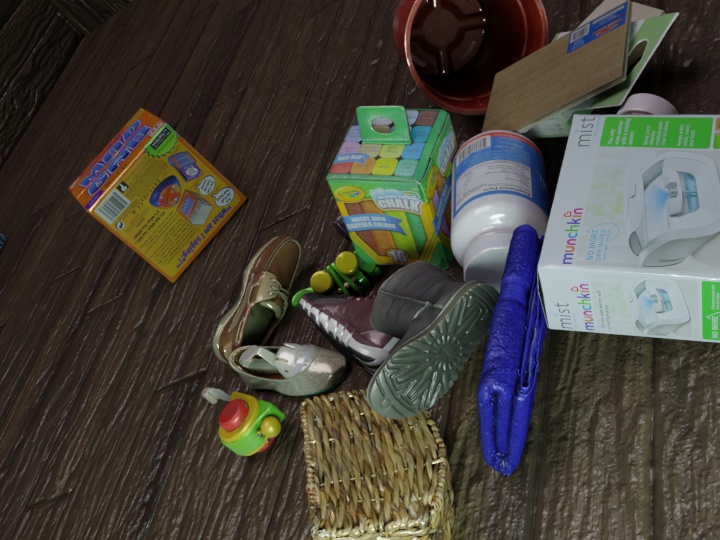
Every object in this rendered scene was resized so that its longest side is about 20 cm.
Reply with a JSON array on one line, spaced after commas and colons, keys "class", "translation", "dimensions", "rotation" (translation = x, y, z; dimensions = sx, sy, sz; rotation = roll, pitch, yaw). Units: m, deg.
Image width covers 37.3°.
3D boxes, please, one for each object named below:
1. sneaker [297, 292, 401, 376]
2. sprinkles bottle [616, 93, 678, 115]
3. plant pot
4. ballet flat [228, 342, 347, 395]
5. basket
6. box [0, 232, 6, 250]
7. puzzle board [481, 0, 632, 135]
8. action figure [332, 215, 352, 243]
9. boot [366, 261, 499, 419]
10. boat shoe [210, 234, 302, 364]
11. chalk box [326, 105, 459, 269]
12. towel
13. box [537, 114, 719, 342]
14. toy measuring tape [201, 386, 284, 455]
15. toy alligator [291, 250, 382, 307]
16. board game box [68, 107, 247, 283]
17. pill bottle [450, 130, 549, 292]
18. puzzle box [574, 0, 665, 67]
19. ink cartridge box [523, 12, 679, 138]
[{"class": "sneaker", "translation": [0.012, 0.051, 1.300], "dimensions": [0.116, 0.076, 0.200], "rotation": [-45, 39, -9]}, {"class": "sprinkles bottle", "translation": [0.275, -0.093, 1.124], "dimensions": [0.068, 0.068, 0.200], "rotation": [-6, 48, 50]}, {"class": "plant pot", "translation": [0.138, -0.335, 1.508], "dimensions": [0.201, 0.201, 0.195], "rotation": [-44, 20, 4]}, {"class": "ballet flat", "translation": [-0.100, 0.122, 1.355], "dimensions": [0.200, 0.062, 0.068], "rotation": [-10, 45, 47]}, {"class": "basket", "translation": [0.021, 0.231, 1.056], "dimensions": [0.142, 0.150, 0.200], "rotation": [-9, 33, -2]}, {"class": "box", "translation": [-1.003, -0.045, 2.681], "dimensions": [0.107, 0.148, 0.200], "rotation": [-32, 32, 23]}, {"class": "puzzle board", "translation": [0.232, -0.226, 1.259], "dimensions": [0.200, 0.017, 0.151], "rotation": [-24, 34, 38]}, {"class": "action figure", "translation": [0.044, -0.126, 1.477], "dimensions": [0.200, 0.069, 0.130], "rotation": [-53, 24, -19]}, {"class": "boot", "translation": [0.047, 0.063, 1.111], "dimensions": [0.182, 0.073, 0.200], "rotation": [-41, 22, -13]}, {"class": "boat shoe", "translation": [-0.132, 0.046, 1.494], "dimensions": [0.074, 0.076, 0.201], "rotation": [9, 68, 50]}, {"class": "chalk box", "translation": [0.046, -0.113, 1.287], "dimensions": [0.124, 0.200, 0.124], "rotation": [4, 52, 25]}, {"class": "towel", "translation": [0.154, 0.075, 1.016], "dimensions": [0.049, 0.148, 0.201], "rotation": [6, 50, 16]}, {"class": "box", "translation": [0.268, -0.043, 0.978], "dimensions": [0.176, 0.097, 0.201], "rotation": [5, 52, 22]}, {"class": "toy measuring tape", "translation": [-0.162, 0.191, 1.345], "dimensions": [0.200, 0.074, 0.074], "rotation": [4, 55, 55]}, {"class": "toy alligator", "translation": [0.000, 0.000, 1.397], "dimensions": [0.200, 0.059, 0.054], "rotation": [-37, 74, 2]}, {"class": "board game box", "translation": [-0.361, -0.136, 1.887], "dimensions": [0.200, 0.200, 0.200], "rotation": [-49, 28, -5]}, {"class": "pill bottle", "translation": [0.156, -0.058, 1.193], "dimensions": [0.112, 0.112, 0.200], "rotation": [-29, 33, 28]}, {"class": "puzzle box", "translation": [0.288, -0.265, 1.371], "dimensions": [0.200, 0.025, 0.133], "rotation": [-45, 29, 3]}, {"class": "ink cartridge box", "translation": [0.277, -0.227, 1.260], "dimensions": [0.200, 0.048, 0.146], "rotation": [8, 60, 56]}]
